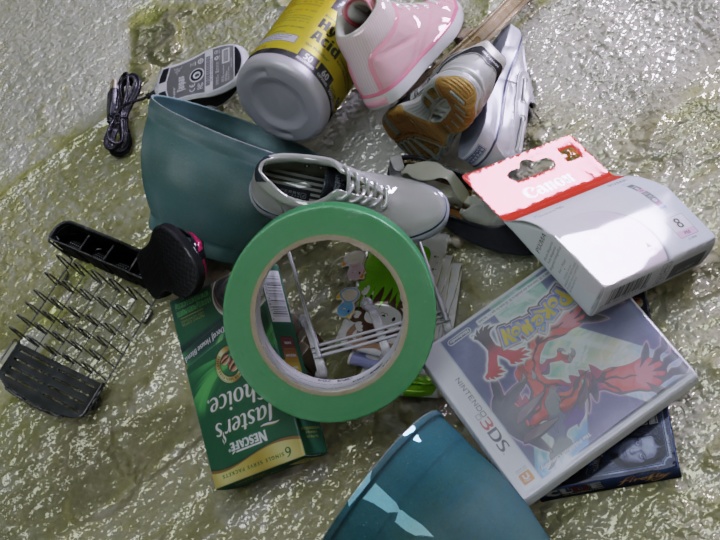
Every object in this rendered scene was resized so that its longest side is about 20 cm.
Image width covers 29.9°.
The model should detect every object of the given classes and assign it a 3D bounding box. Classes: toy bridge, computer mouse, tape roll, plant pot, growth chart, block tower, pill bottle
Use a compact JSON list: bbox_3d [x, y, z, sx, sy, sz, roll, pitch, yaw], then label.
[{"bbox_3d":[0.119,-0.250,1.471,0.200,0.067,0.027,-42,101,1],"label":"toy bridge"},{"bbox_3d":[-0.212,-0.206,1.593,0.198,0.044,0.111,-15,56,19],"label":"computer mouse"},{"bbox_3d":[-0.028,0.038,1.258,0.198,0.048,0.203,0,99,2],"label":"tape roll"},{"bbox_3d":[0.081,0.259,1.176,0.187,0.200,0.201,36,80,16],"label":"plant pot"},{"bbox_3d":[0.039,0.042,1.391,0.143,0.018,0.202,-3,62,18],"label":"growth chart"},{"bbox_3d":[-0.151,-0.089,1.439,0.199,0.200,0.136,27,101,29],"label":"plant pot"},{"bbox_3d":[-0.121,0.047,1.426,0.199,0.058,0.054,34,79,28],"label":"block tower"},{"bbox_3d":[-0.047,-0.246,1.491,0.110,0.112,0.201,10,49,24],"label":"pill bottle"}]

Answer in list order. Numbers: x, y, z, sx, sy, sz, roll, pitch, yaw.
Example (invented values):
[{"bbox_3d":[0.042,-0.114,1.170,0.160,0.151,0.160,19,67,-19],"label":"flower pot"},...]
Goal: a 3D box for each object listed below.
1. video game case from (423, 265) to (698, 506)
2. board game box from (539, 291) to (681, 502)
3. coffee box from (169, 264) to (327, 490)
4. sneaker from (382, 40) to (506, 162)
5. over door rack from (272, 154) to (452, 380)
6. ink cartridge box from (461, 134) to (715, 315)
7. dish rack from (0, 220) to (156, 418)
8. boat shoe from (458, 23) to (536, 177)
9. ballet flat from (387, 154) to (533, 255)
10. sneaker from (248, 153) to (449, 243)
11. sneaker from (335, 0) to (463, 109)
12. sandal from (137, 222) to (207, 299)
[{"bbox_3d":[0.181,0.092,1.261,0.199,0.023,0.183,-34,60,-5],"label":"video game case"},{"bbox_3d":[0.220,0.108,1.282,0.134,0.035,0.202,-13,61,13],"label":"board game box"},{"bbox_3d":[-0.114,0.106,1.349,0.122,0.044,0.202,-22,76,29],"label":"coffee box"},{"bbox_3d":[0.092,-0.175,1.404,0.076,0.200,0.088,44,68,-10],"label":"sneaker"},{"bbox_3d":[0.000,0.000,1.351,0.146,0.067,0.202,-15,74,-7],"label":"over door rack"},{"bbox_3d":[0.220,-0.061,1.305,0.161,0.057,0.201,-21,62,-32],"label":"ink cartridge box"},{"bbox_3d":[-0.316,0.058,1.489,0.152,0.055,0.201,20,71,28],"label":"dish rack"},{"bbox_3d":[0.153,-0.177,1.433,0.065,0.074,0.202,28,54,-15],"label":"boat shoe"},{"bbox_3d":[0.108,-0.072,1.391,0.198,0.073,0.074,24,74,28],"label":"ballet flat"},{"bbox_3d":[-0.011,-0.068,1.299,0.197,0.071,0.074,5,73,-1],"label":"sneaker"},{"bbox_3d":[0.040,-0.269,1.453,0.075,0.105,0.201,-12,31,42],"label":"sneaker"},{"bbox_3d":[-0.184,-0.011,1.365,0.045,0.200,0.076,-19,92,-20],"label":"sandal"}]
